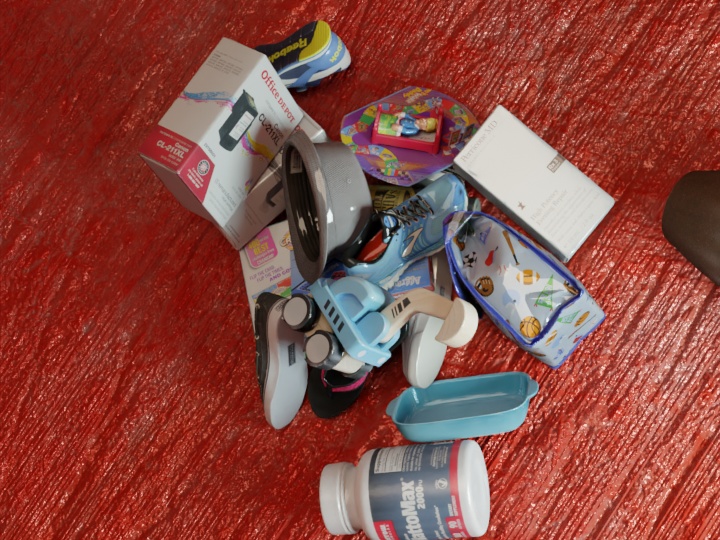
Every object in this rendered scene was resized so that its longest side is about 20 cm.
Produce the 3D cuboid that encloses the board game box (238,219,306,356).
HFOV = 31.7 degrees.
[{"bbox_3d":[-0.083,0.026,1.770,0.152,0.040,0.202,-17,69,13],"label":"board game box"}]

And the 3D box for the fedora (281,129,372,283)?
[{"bbox_3d":[-0.040,-0.090,1.681,0.090,0.177,0.202,-11,92,-17],"label":"fedora"}]

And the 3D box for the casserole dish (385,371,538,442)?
[{"bbox_3d":[0.132,0.177,1.622,0.198,0.121,0.039,-9,109,15],"label":"casserole dish"}]

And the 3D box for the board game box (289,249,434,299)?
[{"bbox_3d":[0.000,0.000,1.706,0.198,0.019,0.104,-13,61,17],"label":"board game box"}]

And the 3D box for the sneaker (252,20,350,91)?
[{"bbox_3d":[-0.101,-0.295,1.857,0.199,0.082,0.075,-13,64,37],"label":"sneaker"}]

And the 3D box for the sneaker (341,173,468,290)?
[{"bbox_3d":[0.057,-0.052,1.642,0.200,0.090,0.078,-44,57,-2],"label":"sneaker"}]

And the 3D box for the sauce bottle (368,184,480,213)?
[{"bbox_3d":[0.065,-0.085,1.741,0.198,0.066,0.067,1,74,20],"label":"sauce bottle"}]

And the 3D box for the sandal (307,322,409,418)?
[{"bbox_3d":[-0.013,0.121,1.680,0.075,0.045,0.200,45,118,11],"label":"sandal"}]

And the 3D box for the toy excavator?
[{"bbox_3d":[0.026,0.058,1.584,0.200,0.100,0.195,-44,57,16],"label":"toy excavator"}]

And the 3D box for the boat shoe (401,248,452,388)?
[{"bbox_3d":[0.075,0.058,1.695,0.068,0.072,0.202,-3,75,32],"label":"boat shoe"}]

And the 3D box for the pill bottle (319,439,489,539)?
[{"bbox_3d":[0.055,0.283,1.604,0.198,0.120,0.121,-8,72,17],"label":"pill bottle"}]

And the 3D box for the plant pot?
[{"bbox_3d":[0.475,-0.044,1.543,0.199,0.187,0.188,27,84,38],"label":"plant pot"}]

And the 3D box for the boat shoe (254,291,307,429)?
[{"bbox_3d":[-0.111,0.118,1.698,0.056,0.068,0.201,28,127,36],"label":"boat shoe"}]

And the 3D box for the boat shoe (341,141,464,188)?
[{"bbox_3d":[0.062,-0.161,1.761,0.199,0.071,0.064,23,84,25],"label":"boat shoe"}]

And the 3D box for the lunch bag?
[{"bbox_3d":[0.193,0.017,1.611,0.124,0.170,0.200,-45,68,3],"label":"lunch bag"}]

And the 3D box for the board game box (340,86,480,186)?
[{"bbox_3d":[0.071,-0.200,1.731,0.199,0.039,0.158,-27,57,-26],"label":"board game box"}]

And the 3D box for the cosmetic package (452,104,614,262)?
[{"bbox_3d":[0.225,-0.113,1.666,0.200,0.074,0.102,40,89,8],"label":"cosmetic package"}]

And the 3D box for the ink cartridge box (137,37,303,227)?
[{"bbox_3d":[-0.183,-0.185,1.693,0.082,0.146,0.201,26,75,31],"label":"ink cartridge box"}]

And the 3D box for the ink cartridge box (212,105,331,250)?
[{"bbox_3d":[-0.150,-0.153,1.802,0.200,0.085,0.146,-41,56,-6],"label":"ink cartridge box"}]
